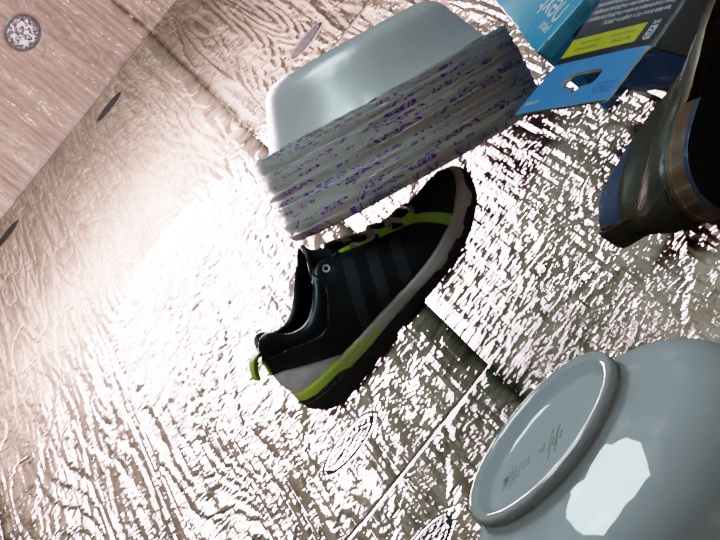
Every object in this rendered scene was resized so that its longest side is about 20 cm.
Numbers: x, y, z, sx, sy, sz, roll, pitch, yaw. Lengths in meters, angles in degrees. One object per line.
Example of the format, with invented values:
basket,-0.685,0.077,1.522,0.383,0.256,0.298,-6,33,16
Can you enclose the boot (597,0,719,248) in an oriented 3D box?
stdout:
boot,0.189,-0.099,1.633,0.097,0.075,0.200,-29,28,50

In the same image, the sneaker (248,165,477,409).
sneaker,0.000,0.000,1.956,0.200,0.083,0.072,-55,15,-12

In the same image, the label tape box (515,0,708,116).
label tape box,0.197,-0.157,1.770,0.200,0.063,0.144,-55,15,-12

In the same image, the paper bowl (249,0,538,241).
paper bowl,0.016,-0.110,2.001,0.200,0.105,0.201,-29,2,1

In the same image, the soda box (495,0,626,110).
soda box,0.146,-0.171,1.963,0.068,0.064,0.200,-49,15,8

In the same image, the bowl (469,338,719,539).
bowl,0.114,0.101,1.342,0.201,0.090,0.201,-47,15,16
